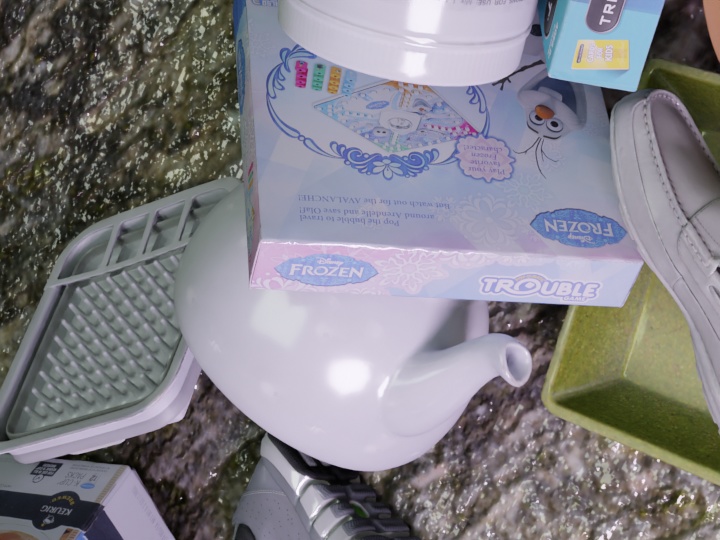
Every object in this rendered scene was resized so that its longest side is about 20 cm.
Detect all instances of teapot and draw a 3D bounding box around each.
[{"bbox_3d":[0.000,0.000,0.959,0.199,0.198,0.147,36,113,-1],"label":"teapot"}]

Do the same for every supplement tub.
[{"bbox_3d":[0.036,-0.204,0.808,0.131,0.131,0.202,30,121,34],"label":"supplement tub"}]

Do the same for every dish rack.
[{"bbox_3d":[-0.149,0.038,1.104,0.170,0.044,0.201,-16,39,33],"label":"dish rack"}]

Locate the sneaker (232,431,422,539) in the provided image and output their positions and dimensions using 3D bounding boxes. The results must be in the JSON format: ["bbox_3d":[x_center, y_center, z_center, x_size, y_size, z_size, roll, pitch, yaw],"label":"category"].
[{"bbox_3d":[-0.017,0.197,1.028,0.116,0.075,0.200,-58,47,22],"label":"sneaker"}]

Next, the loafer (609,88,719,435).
[{"bbox_3d":[0.184,-0.004,0.838,0.070,0.070,0.202,-34,74,44],"label":"loafer"}]

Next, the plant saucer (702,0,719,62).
[{"bbox_3d":[0.221,-0.176,0.813,0.032,0.199,0.202,22,98,41],"label":"plant saucer"}]

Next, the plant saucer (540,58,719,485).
[{"bbox_3d":[0.213,0.011,0.890,0.199,0.048,0.202,21,97,36],"label":"plant saucer"}]

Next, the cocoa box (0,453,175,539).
[{"bbox_3d":[-0.224,0.210,1.102,0.198,0.132,0.134,1,129,36],"label":"cocoa box"}]

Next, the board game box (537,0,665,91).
[{"bbox_3d":[0.122,-0.209,0.839,0.201,0.046,0.152,-90,10,-51],"label":"board game box"}]

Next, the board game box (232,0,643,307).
[{"bbox_3d":[0.035,-0.075,0.910,0.044,0.198,0.201,107,162,-49],"label":"board game box"}]
